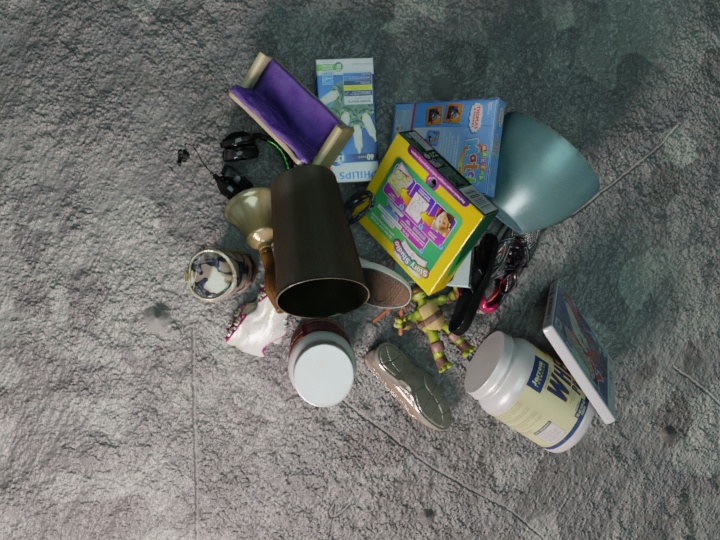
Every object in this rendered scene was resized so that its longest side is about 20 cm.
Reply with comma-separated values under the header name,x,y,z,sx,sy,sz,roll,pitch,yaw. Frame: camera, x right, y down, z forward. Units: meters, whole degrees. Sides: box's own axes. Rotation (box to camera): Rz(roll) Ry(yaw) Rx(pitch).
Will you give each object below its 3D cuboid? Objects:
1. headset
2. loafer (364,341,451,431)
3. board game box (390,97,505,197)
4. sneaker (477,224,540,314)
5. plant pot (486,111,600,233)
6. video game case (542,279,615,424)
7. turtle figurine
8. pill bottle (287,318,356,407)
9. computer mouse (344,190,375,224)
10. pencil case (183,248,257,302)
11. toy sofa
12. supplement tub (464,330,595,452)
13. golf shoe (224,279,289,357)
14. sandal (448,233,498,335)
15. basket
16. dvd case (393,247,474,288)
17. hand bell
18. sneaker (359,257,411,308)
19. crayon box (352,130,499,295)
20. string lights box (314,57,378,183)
name,x,y,z,sx,sy,sz,roll,pitch,yaw
headset,-0.208,-0.175,1.085,0.195,0.094,0.127,10,93,-18
loafer,0.086,0.211,1.174,0.201,0.062,0.072,48,56,-11
board game box,0.138,-0.204,1.082,0.196,0.036,0.156,7,90,37
sneaker,0.267,-0.008,1.160,0.079,0.075,0.203,29,91,-7
plant pot,0.280,-0.145,1.088,0.199,0.200,0.136,40,92,-8
video game case,0.390,0.137,1.141,0.023,0.183,0.202,-32,99,30
turtle figurine,0.123,0.096,1.152,0.197,0.064,0.164,-28,83,-25
pill bottle,-0.065,0.151,1.074,0.111,0.200,0.118,0,95,-6
computer mouse,-0.061,-0.089,1.109,0.195,0.034,0.060,-17,77,21
pencil case,-0.224,0.004,1.046,0.087,0.200,0.080,-5,92,0
toy sofa,-0.112,-0.259,1.048,0.200,0.097,0.083,45,112,14
supplement tub,0.298,0.212,1.146,0.197,0.145,0.147,32,91,-8
golf shoe,-0.149,0.068,1.116,0.091,0.076,0.200,38,112,-19
sandal,0.191,0.013,1.126,0.047,0.075,0.204,29,66,-11
basket,-0.074,-0.048,1.012,0.133,0.180,0.205,-21,67,20
dvd case,0.132,-0.078,1.119,0.142,0.022,0.206,5,86,27
hand bell,-0.153,-0.023,1.050,0.101,0.105,0.204,-17,61,-4
sneaker,0.000,0.000,1.117,0.195,0.085,0.074,19,119,6
crayon box,0.100,-0.094,1.057,0.200,0.058,0.174,47,128,19
string lights box,-0.024,-0.254,1.115,0.100,0.059,0.206,-4,96,-7
